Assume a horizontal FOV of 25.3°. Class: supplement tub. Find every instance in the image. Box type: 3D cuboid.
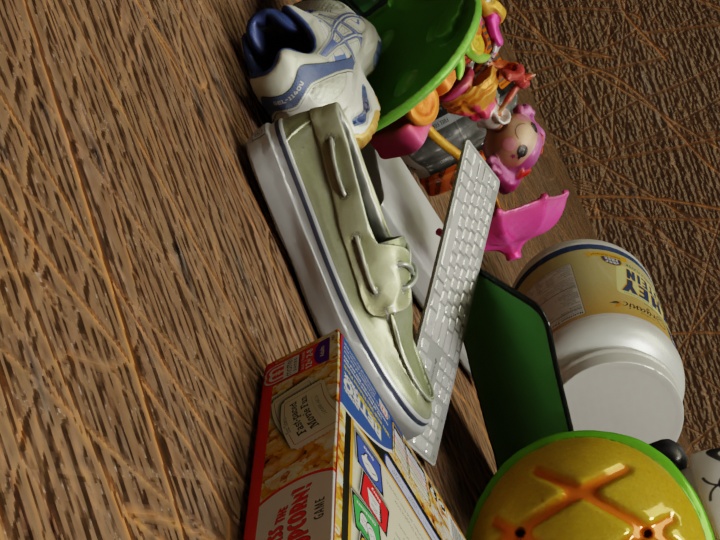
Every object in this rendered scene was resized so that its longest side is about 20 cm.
[{"bbox_3d":[0.053,-0.173,1.343,0.202,0.121,0.123,62,13,-8],"label":"supplement tub"},{"bbox_3d":[0.211,0.078,1.440,0.145,0.143,0.201,57,14,-27],"label":"supplement tub"}]

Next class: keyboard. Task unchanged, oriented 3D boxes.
[{"bbox_3d":[0.056,0.019,1.012,0.056,0.011,0.202,50,49,-56],"label":"keyboard"}]

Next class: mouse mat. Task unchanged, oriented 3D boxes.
[{"bbox_3d":[0.108,0.092,1.074,0.161,0.007,0.202,37,-34,64],"label":"mouse mat"}]

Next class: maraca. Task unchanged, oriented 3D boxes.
[{"bbox_3d":[0.119,0.183,0.830,0.107,0.135,0.203,49,40,-69],"label":"maraca"}]

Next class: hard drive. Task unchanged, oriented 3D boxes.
[{"bbox_3d":[0.046,-0.019,1.232,0.201,0.026,0.133,55,16,-38],"label":"hard drive"}]

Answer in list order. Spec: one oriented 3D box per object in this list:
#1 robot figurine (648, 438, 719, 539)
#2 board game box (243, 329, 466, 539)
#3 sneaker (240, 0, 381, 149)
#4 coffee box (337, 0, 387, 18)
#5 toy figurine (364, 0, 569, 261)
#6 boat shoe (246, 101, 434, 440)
[{"bbox_3d":[0.170,0.184,0.936,0.152,0.198,0.125,66,13,8],"label":"robot figurine"},{"bbox_3d":[0.007,0.140,0.713,0.152,0.046,0.201,59,13,-22],"label":"board game box"},{"bbox_3d":[-0.036,-0.147,1.050,0.088,0.075,0.201,47,14,-27],"label":"sneaker"},{"bbox_3d":[-0.048,-0.278,1.166,0.201,0.044,0.123,59,9,19],"label":"coffee box"},{"bbox_3d":[0.077,-0.101,1.132,0.184,0.149,0.201,49,53,-30],"label":"toy figurine"},{"bbox_3d":[0.000,0.000,0.925,0.202,0.061,0.072,64,13,-2],"label":"boat shoe"}]
